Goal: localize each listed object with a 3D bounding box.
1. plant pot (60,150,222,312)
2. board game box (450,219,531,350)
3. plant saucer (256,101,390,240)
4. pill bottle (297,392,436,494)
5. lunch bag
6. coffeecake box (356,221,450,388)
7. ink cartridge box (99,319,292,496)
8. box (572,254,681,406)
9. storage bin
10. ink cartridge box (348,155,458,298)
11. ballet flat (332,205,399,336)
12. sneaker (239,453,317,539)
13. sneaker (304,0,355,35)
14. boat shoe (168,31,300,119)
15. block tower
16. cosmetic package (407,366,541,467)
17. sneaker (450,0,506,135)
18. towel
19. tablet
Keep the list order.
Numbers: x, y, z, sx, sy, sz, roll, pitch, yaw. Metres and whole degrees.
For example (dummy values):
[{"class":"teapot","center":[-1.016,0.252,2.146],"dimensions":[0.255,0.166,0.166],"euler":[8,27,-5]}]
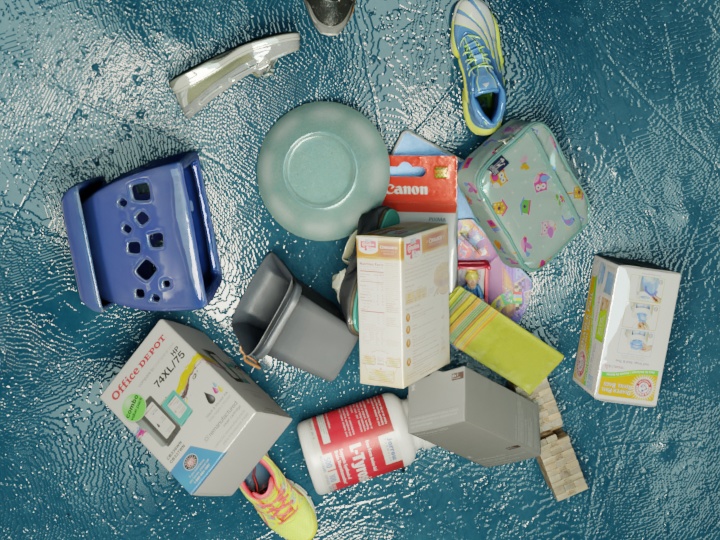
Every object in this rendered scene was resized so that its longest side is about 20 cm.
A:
[{"class":"plant pot","center":[-0.303,-0.049,1.590],"dimensions":[0.177,0.200,0.203],"euler":[-9,99,1]},{"class":"board game box","center":[0.160,0.029,1.713],"dimensions":[0.158,0.039,0.200],"euler":[-44,100,7]},{"class":"plant saucer","center":[-0.056,-0.144,1.655],"dimensions":[0.197,0.039,0.205],"euler":[0,93,6]},{"class":"pill bottle","center":[0.013,0.249,1.701],"dimensions":[0.197,0.112,0.114],"euler":[-18,99,-3]},{"class":"lunch bag","center":[0.241,-0.114,1.667],"dimensions":[0.160,0.077,0.201],"euler":[-39,115,-14]},{"class":"coffeecake box","center":[0.061,0.043,1.579],"dimensions":[0.072,0.153,0.204],"euler":[4,101,29]},{"class":"ink cartridge box","center":[-0.231,0.195,1.615],"dimensions":[0.199,0.146,0.147],"euler":[40,93,20]},{"class":"box","center":[0.397,0.089,1.718],"dimensions":[0.100,0.113,0.204],"euler":[8,97,-8]},{"class":"storage bin","center":[-0.094,0.083,1.634],"dimensions":[0.133,0.200,0.147],"euler":[29,94,-18]},{"class":"ink cartridge box","center":[0.063,-0.064,1.667],"dimensions":[0.159,0.050,0.204],"euler":[2,104,14]},{"class":"ballet flat","center":[0.000,0.000,1.608],"dimensions":[0.072,0.073,0.203],"euler":[21,66,-8]},{"class":"sneaker","center":[-0.135,0.335,1.709],"dimensions":[0.078,0.090,0.201],"euler":[-40,101,-1]},{"class":"sneaker","center":[-0.037,-0.436,1.622],"dimensions":[0.077,0.077,0.204],"euler":[4,99,-8]},{"class":"boat shoe","center":[-0.173,-0.284,1.633],"dimensions":[0.199,0.075,0.066],"euler":[-24,105,2]},{"class":"block tower","center":[0.285,0.247,1.759],"dimensions":[0.053,0.058,0.203],"euler":[-22,98,-2]},{"class":"cosmetic package","center":[0.165,0.213,1.652],"dimensions":[0.199,0.106,0.092],"euler":[25,56,-42]},{"class":"sneaker","center":[0.179,-0.295,1.648],"dimensions":[0.074,0.105,0.203],"euler":[-12,99,-4]},{"class":"towel","center":[0.196,0.104,1.671],"dimensions":[0.199,0.018,0.086],"euler":[33,118,-14]},{"class":"tablet","center":[0.122,-0.108,1.714],"dimensions":[0.198,0.014,0.132],"euler":[27,95,-8]}]
